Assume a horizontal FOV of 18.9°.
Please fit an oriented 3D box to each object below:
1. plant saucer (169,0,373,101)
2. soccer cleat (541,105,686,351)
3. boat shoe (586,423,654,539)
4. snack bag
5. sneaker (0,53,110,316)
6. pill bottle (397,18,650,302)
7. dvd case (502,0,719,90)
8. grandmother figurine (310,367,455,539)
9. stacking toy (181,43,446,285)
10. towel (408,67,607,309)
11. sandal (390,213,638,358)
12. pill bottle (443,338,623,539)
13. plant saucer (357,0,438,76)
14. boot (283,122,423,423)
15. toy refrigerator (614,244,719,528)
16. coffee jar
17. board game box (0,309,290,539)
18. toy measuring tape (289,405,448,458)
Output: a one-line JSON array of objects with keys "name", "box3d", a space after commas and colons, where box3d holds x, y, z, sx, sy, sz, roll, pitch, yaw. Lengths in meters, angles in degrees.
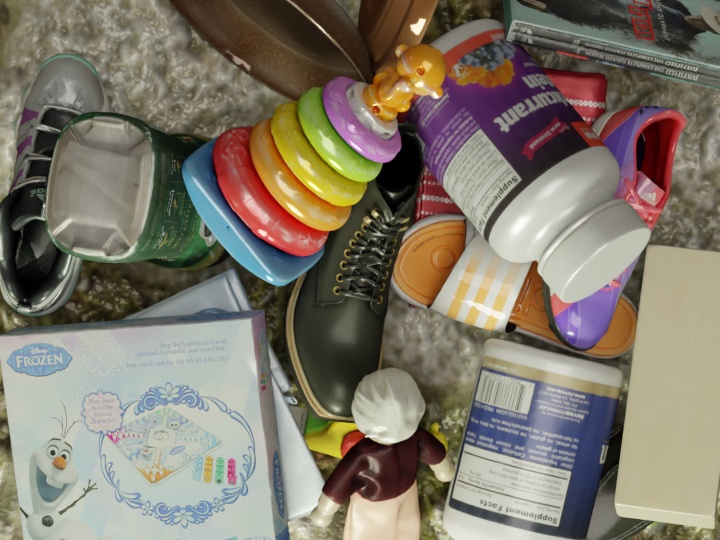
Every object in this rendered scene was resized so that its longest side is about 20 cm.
[{"name": "plant saucer", "box3d": [-0.065, -0.185, 1.576, 0.200, 0.200, 0.037, 36, 75, -5]}, {"name": "soccer cleat", "box3d": [0.192, -0.036, 1.628, 0.068, 0.073, 0.200, 30, 66, -29]}, {"name": "boat shoe", "box3d": [0.237, 0.143, 1.680, 0.201, 0.063, 0.074, -41, 96, -2]}, {"name": "snack bag", "box3d": [-0.133, 0.124, 1.635, 0.188, 0.021, 0.200, -26, 93, 15]}, {"name": "sneaker", "box3d": [-0.225, -0.063, 1.587, 0.078, 0.140, 0.200, 6, 91, -5]}, {"name": "pill bottle", "box3d": [0.118, -0.077, 1.578, 0.111, 0.111, 0.200, -37, 71, -4]}, {"name": "dvd case", "box3d": [0.205, -0.190, 1.632, 0.200, 0.146, 0.022, 13, 121, -6]}, {"name": "grandmother figurine", "box3d": [0.015, 0.154, 1.597, 0.121, 0.200, 0.061, -29, 50, -33]}, {"name": "stacking toy", "box3d": [-0.016, -0.093, 1.506, 0.200, 0.110, 0.116, -39, 91, 26]}, {"name": "towel", "box3d": [0.114, -0.064, 1.682, 0.144, 0.022, 0.200, 5, 92, -8]}, {"name": "sandal", "box3d": [0.125, 0.013, 1.647, 0.206, 0.059, 0.079, 18, 90, -10]}, {"name": "pill bottle", "box3d": [0.125, 0.159, 1.643, 0.111, 0.111, 0.200, 14, 90, -6]}, {"name": "plant saucer", "box3d": [0.038, -0.239, 1.579, 0.032, 0.200, 0.201, 17, 89, -11]}, {"name": "boot", "box3d": [0.000, 0.000, 1.581, 0.077, 0.138, 0.200, 6, 70, -19]}, {"name": "toy refrigerator", "box3d": [0.242, 0.088, 1.630, 0.076, 0.070, 0.200, 6, 77, 11]}, {"name": "coffee jar", "box3d": [-0.151, -0.054, 1.569, 0.085, 0.200, 0.105, 9, 90, 17]}, {"name": "board game box", "box3d": [-0.160, 0.135, 1.609, 0.200, 0.043, 0.199, -4, 99, 13]}, {"name": "toy measuring tape", "box3d": [-0.027, 0.105, 1.643, 0.200, 0.074, 0.074, 17, 89, -6]}]
